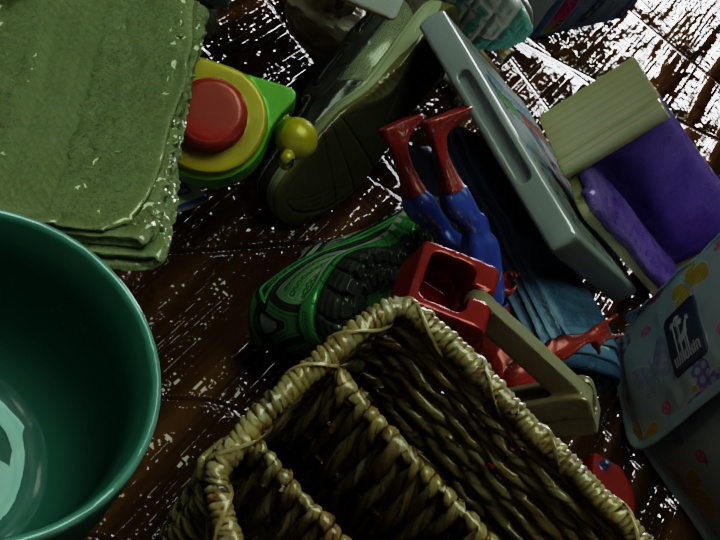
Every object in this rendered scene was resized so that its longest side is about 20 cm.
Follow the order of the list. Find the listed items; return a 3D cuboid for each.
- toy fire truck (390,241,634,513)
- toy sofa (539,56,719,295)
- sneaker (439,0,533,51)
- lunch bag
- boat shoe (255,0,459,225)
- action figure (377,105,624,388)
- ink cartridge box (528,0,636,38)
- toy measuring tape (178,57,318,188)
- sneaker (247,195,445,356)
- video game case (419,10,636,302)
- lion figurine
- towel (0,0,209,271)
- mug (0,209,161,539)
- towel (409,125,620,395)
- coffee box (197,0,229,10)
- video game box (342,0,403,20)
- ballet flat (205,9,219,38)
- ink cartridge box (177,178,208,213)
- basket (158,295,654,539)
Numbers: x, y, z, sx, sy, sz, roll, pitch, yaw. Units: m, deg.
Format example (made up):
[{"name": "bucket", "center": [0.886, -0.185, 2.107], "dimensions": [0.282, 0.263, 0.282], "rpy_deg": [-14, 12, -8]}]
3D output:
[{"name": "toy fire truck", "center": [0.083, 0.084, 0.652], "dimensions": [0.200, 0.141, 0.049], "rpy_deg": [30, 42, -9]}, {"name": "toy sofa", "center": [0.219, -0.051, 0.856], "dimensions": [0.200, 0.083, 0.098], "rpy_deg": [40, 27, -43]}, {"name": "sneaker", "center": [0.053, -0.243, 0.859], "dimensions": [0.200, 0.078, 0.091], "rpy_deg": [36, 56, -16]}, {"name": "lunch bag", "center": [0.264, 0.080, 0.765], "dimensions": [0.127, 0.170, 0.200], "rpy_deg": [-15, 66, -39]}, {"name": "boat shoe", "center": [-0.010, -0.115, 0.802], "dimensions": [0.066, 0.072, 0.201], "rpy_deg": [28, 66, 28]}, {"name": "action figure", "center": [0.086, -0.003, 0.697], "dimensions": [0.099, 0.065, 0.200], "rpy_deg": [-25, 105, -34]}, {"name": "ink cartridge box", "center": [0.200, -0.308, 1.143], "dimensions": [0.200, 0.076, 0.136], "rpy_deg": [-22, 68, -43]}, {"name": "toy measuring tape", "center": [-0.123, -0.094, 0.683], "dimensions": [0.200, 0.074, 0.074], "rpy_deg": [17, 43, -3]}, {"name": "sneaker", "center": [0.000, 0.000, 0.721], "dimensions": [0.200, 0.085, 0.078], "rpy_deg": [-24, 112, -62]}, {"name": "video game case", "center": [0.122, -0.072, 0.823], "dimensions": [0.182, 0.024, 0.200], "rpy_deg": [62, 15, 21]}, {"name": "lion figurine", "center": [0.031, -0.179, 0.924], "dimensions": [0.122, 0.073, 0.200], "rpy_deg": [41, 26, 18]}, {"name": "towel", "center": [-0.159, -0.079, 0.605], "dimensions": [0.148, 0.037, 0.200], "rpy_deg": [3, 54, -2]}, {"name": "mug", "center": [-0.187, 0.069, 0.493], "dimensions": [0.185, 0.114, 0.152], "rpy_deg": [-18, 71, -37]}, {"name": "towel", "center": [0.111, -0.008, 0.813], "dimensions": [0.112, 0.049, 0.200], "rpy_deg": [15, 42, -49]}, {"name": "coffee box", "center": [-0.177, -0.198, 0.714], "dimensions": [0.123, 0.044, 0.200], "rpy_deg": [14, 10, 24]}, {"name": "video game box", "center": [-0.068, -0.215, 0.718], "dimensions": [0.200, 0.047, 0.182], "rpy_deg": [21, 17, -8]}, {"name": "ballet flat", "center": [-0.138, -0.255, 0.864], "dimensions": [0.069, 0.069, 0.200], "rpy_deg": [2, 52, -34]}, {"name": "ink cartridge box", "center": [-0.219, -0.075, 0.661], "dimensions": [0.200, 0.047, 0.198], "rpy_deg": [51, 40, 11]}, {"name": "basket", "center": [0.016, 0.138, 0.552], "dimensions": [0.200, 0.149, 0.143], "rpy_deg": [48, 42, 10]}]
